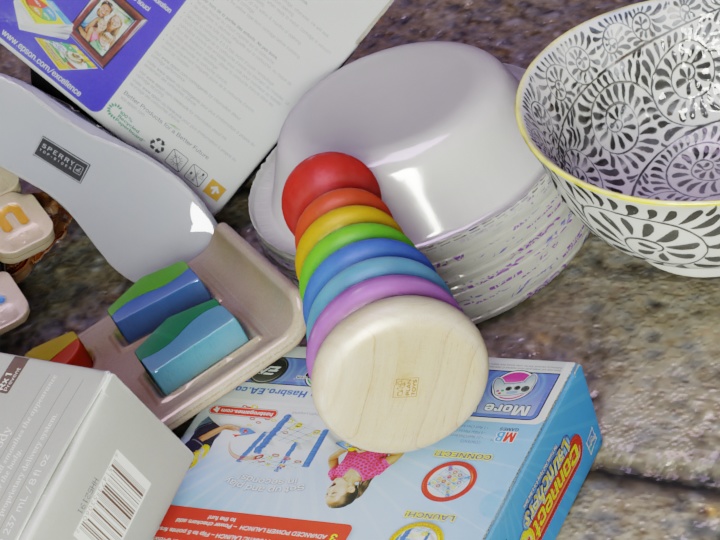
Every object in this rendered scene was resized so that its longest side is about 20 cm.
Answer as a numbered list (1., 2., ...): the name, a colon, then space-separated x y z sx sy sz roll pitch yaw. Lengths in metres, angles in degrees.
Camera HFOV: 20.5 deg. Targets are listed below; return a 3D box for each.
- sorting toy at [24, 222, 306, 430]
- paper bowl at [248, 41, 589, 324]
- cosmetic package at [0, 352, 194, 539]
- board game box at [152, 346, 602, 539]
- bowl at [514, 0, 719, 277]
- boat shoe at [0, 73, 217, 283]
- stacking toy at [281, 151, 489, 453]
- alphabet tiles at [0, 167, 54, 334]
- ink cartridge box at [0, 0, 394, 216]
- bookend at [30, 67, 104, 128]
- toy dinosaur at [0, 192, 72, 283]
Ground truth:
1. sorting toy: -0.132 0.053 1.086 0.200 0.037 0.185 -38 23 -6
2. paper bowl: 0.031 -0.058 1.160 0.200 0.105 0.201 -15 34 11
3. cosmetic package: -0.192 0.099 0.961 0.199 0.090 0.107 6 59 34
4. board game box: -0.010 0.123 0.965 0.199 0.056 0.196 2 40 31
5. bowl: 0.186 -0.060 1.073 0.200 0.094 0.201 -6 38 5
6. boat shoe: -0.160 -0.057 1.231 0.069 0.200 0.057 -53 -5 10
7. stacking toy: 0.000 0.000 0.997 0.085 0.086 0.200 -21 36 0
8. alphabet tiles: -0.292 -0.005 1.213 0.200 0.015 0.196 -29 52 -17
9. ink cartridge box: -0.104 -0.166 1.215 0.200 0.198 0.043 -47 7 27
10. bookend: -0.126 -0.186 1.287 0.199 0.199 0.092 4 24 9
11. toy dinosaur: -0.251 -0.022 1.297 0.199 0.102 0.136 -15 42 -32
